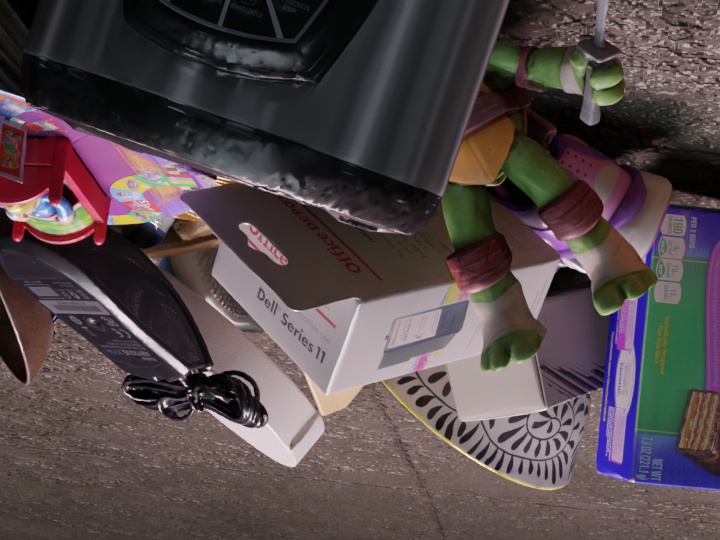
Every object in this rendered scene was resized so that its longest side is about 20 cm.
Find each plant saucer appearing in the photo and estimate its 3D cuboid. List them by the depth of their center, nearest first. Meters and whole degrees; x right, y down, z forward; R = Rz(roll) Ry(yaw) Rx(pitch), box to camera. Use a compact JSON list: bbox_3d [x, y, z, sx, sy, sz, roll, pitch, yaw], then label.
[{"bbox_3d":[-0.258,-0.018,1.058,0.034,0.201,0.200,-26,170,-20],"label":"plant saucer"}]

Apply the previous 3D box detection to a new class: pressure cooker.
[{"bbox_3d":[-0.026,-0.130,0.595,0.176,0.201,0.178,18,-177,-45],"label":"pressure cooker"}]

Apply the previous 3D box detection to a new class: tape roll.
[{"bbox_3d":[-0.112,0.066,1.132,0.203,0.037,0.203,38,165,12],"label":"tape roll"}]

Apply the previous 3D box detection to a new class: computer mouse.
[{"bbox_3d":[-0.148,0.025,0.989,0.138,0.053,0.200,5,146,45],"label":"computer mouse"}]

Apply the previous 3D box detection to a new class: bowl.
[{"bbox_3d":[0.103,0.058,1.140,0.200,0.201,0.094,24,111,-36],"label":"bowl"}]

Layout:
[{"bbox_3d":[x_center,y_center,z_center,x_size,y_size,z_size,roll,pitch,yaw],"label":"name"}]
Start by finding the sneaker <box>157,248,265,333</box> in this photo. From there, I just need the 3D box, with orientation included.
[{"bbox_3d":[-0.124,0.009,1.166,0.082,0.074,0.200,1,162,12],"label":"sneaker"}]

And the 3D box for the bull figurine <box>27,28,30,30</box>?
[{"bbox_3d":[-0.191,-0.107,0.904,0.121,0.065,0.200,29,148,-29],"label":"bull figurine"}]

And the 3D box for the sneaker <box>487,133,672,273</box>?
[{"bbox_3d":[0.102,-0.038,0.964,0.088,0.081,0.200,33,157,-19],"label":"sneaker"}]

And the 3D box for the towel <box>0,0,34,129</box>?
[{"bbox_3d":[-0.267,-0.131,0.811,0.199,0.048,0.171,-7,129,38],"label":"towel"}]

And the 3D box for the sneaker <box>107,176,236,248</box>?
[{"bbox_3d":[-0.117,-0.076,0.924,0.075,0.089,0.200,24,161,-25],"label":"sneaker"}]

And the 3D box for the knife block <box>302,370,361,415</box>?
[{"bbox_3d":[-0.041,-0.001,1.010,0.175,0.064,0.200,12,128,-35],"label":"knife block"}]

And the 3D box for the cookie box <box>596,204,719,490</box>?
[{"bbox_3d":[0.259,0.054,0.967,0.199,0.172,0.075,6,179,-9],"label":"cookie box"}]

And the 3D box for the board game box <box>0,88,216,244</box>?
[{"bbox_3d":[-0.179,-0.041,0.824,0.199,0.039,0.158,18,158,-36],"label":"board game box"}]

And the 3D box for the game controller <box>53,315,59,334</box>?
[{"bbox_3d":[-0.212,0.001,1.158,0.042,0.104,0.200,48,154,-2],"label":"game controller"}]

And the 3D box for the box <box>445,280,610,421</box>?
[{"bbox_3d":[0.149,0.044,1.043,0.200,0.069,0.082,-13,180,-43],"label":"box"}]

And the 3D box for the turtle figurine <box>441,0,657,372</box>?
[{"bbox_3d":[0.062,-0.053,0.758,0.194,0.144,0.200,60,155,-7],"label":"turtle figurine"}]

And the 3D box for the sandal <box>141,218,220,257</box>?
[{"bbox_3d":[-0.100,-0.053,1.046,0.211,0.078,0.070,8,130,-16],"label":"sandal"}]

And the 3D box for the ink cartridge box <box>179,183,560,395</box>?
[{"bbox_3d":[0.000,0.000,0.866,0.199,0.117,0.068,-10,132,-40],"label":"ink cartridge box"}]
